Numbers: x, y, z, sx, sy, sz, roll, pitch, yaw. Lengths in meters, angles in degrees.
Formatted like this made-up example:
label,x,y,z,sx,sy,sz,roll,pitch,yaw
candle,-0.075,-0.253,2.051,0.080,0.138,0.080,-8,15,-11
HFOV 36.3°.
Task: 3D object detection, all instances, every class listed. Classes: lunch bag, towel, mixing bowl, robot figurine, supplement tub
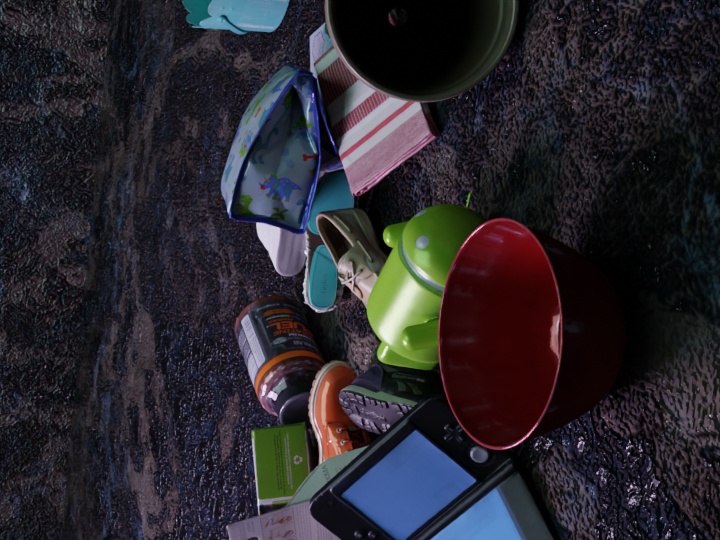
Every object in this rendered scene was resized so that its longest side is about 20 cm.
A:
label,x,y,z,sx,sy,sz,roll,pitch,yaw
lunch bag,-0.103,-0.165,1.428,0.170,0.127,0.201,-132,54,-72
towel,0.015,-0.211,1.348,0.144,0.023,0.201,-34,62,36
mixing bowl,0.163,0.056,0.972,0.200,0.108,0.201,-177,90,-65
robot figurine,0.079,0.016,1.148,0.176,0.115,0.200,-95,24,-46
supplement tub,-0.105,0.132,1.543,0.200,0.107,0.107,-119,40,-48

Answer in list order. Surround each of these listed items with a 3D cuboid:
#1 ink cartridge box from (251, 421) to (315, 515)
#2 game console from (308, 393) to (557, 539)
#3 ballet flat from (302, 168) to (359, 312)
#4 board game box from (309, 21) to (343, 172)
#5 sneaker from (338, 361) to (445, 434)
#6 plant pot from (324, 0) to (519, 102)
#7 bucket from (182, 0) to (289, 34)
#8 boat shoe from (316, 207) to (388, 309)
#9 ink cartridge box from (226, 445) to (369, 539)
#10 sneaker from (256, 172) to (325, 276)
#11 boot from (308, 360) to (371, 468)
label,x,y,z,sx,sy,sz,roll,pitch,yaw
ink cartridge box,-0.092,0.321,1.462,0.148,0.075,0.201,84,178,-67
game console,0.067,0.254,1.073,0.200,0.176,0.116,-44,15,21
ballet flat,-0.043,-0.044,1.487,0.072,0.071,0.201,-146,64,-62
board game box,-0.011,-0.251,1.466,0.199,0.041,0.201,158,113,-63
sneaker,0.072,0.141,1.197,0.200,0.088,0.076,17,138,41
plant pot,0.054,-0.283,1.192,0.174,0.199,0.201,-128,45,-79
bucket,-0.199,-0.486,1.792,0.207,0.134,0.208,-175,90,-65
boat shoe,0.000,0.000,1.370,0.072,0.065,0.200,-61,42,40
ink cartridge box,-0.052,0.275,1.246,0.161,0.199,0.050,89,164,-52
sneaker,-0.113,-0.106,1.629,0.116,0.073,0.201,51,133,51
boot,-0.010,0.215,1.376,0.107,0.075,0.201,3,98,62
